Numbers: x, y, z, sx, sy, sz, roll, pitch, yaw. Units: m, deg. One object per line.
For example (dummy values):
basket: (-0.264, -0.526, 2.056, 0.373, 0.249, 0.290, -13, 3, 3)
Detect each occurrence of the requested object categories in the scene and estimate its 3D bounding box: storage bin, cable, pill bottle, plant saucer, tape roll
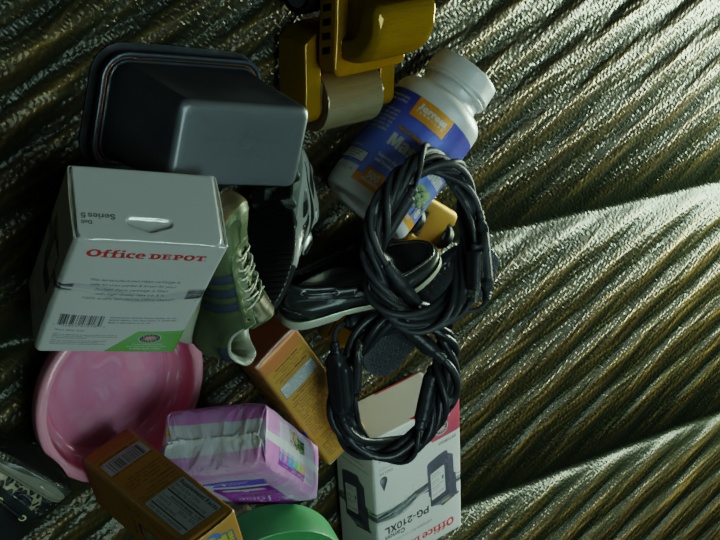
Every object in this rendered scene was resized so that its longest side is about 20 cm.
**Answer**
storage bin: (-0.156, -0.133, 1.495, 0.198, 0.134, 0.147, -1, 111, -40)
cable: (0.068, -0.036, 1.636, 0.161, 0.051, 0.203, -11, 101, -28)
pill bottle: (0.062, -0.146, 1.699, 0.201, 0.112, 0.112, -53, 135, -7)
plant saucer: (-0.259, 0.122, 1.587, 0.199, 0.051, 0.203, -19, 122, -33)
cable: (0.039, 0.128, 1.713, 0.161, 0.051, 0.202, -18, 118, -20)
tape roll: (-0.111, 0.358, 1.731, 0.198, 0.048, 0.202, -16, 131, -20)

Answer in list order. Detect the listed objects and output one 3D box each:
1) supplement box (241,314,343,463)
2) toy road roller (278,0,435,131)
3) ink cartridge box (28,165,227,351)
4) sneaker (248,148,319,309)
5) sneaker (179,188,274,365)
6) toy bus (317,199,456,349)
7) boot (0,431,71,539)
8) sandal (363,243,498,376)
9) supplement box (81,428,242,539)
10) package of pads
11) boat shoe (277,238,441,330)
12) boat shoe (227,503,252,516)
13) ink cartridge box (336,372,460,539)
supplement box: (-0.072, 0.135, 1.739, 0.069, 0.066, 0.201, -47, 133, -13)
toy road roller: (0.001, -0.236, 1.575, 0.122, 0.145, 0.202, -17, 121, -35)
ink cartridge box: (-0.224, -0.006, 1.437, 0.144, 0.085, 0.200, 2, 147, -23)
sneaker: (-0.078, -0.041, 1.616, 0.088, 0.073, 0.202, 40, 54, -56)
sneaker: (-0.121, 0.015, 1.519, 0.067, 0.089, 0.202, -50, 165, -49)
toy bus: (0.033, 0.003, 1.770, 0.065, 0.078, 0.202, 25, 93, -44)
boot: (-0.405, 0.219, 1.486, 0.203, 0.074, 0.154, 34, 101, -29)
sandal: (0.071, 0.034, 1.737, 0.200, 0.043, 0.076, -40, 126, -1)
supplement box: (-0.198, 0.237, 1.520, 0.068, 0.199, 0.067, -31, 129, -25)
package of pads: (-0.128, 0.202, 1.648, 0.200, 0.119, 0.077, 52, 36, -66)
boat shoe: (-0.001, -0.001, 1.653, 0.197, 0.075, 0.067, -17, 130, -14)
boat shoe: (-0.163, 0.368, 1.782, 0.072, 0.065, 0.202, 7, 105, -43)
ink cartridge box: (0.049, 0.253, 1.903, 0.144, 0.084, 0.202, -23, 124, -31)
